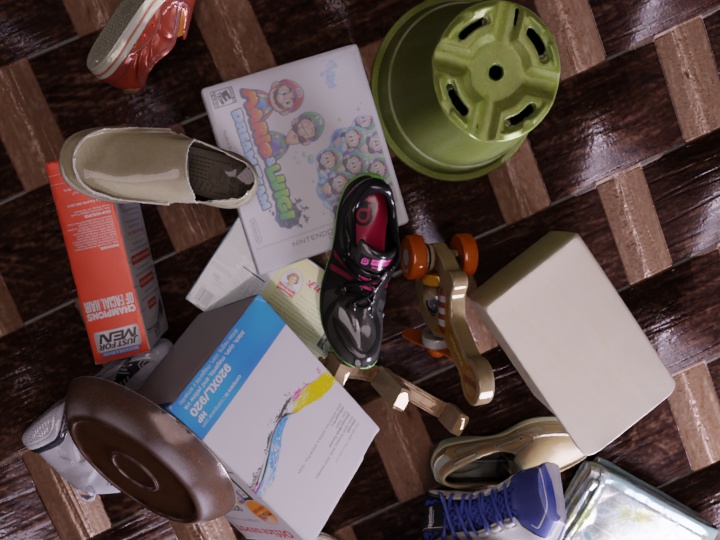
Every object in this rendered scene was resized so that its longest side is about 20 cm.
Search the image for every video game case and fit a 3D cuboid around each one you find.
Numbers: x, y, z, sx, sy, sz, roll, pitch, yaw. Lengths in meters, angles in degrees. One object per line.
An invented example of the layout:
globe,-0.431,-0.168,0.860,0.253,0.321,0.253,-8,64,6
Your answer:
video game case,-0.058,-0.121,0.837,0.178,0.024,0.205,-19,94,-12

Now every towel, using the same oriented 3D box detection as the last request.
towel,0.318,0.342,0.945,0.197,0.048,0.174,28,97,-8

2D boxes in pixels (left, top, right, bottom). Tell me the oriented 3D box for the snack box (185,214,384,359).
snack box,-0.083,0.038,0.870,0.198,0.037,0.117,36,92,-9

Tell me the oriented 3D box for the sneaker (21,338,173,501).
sneaker,-0.265,0.167,0.856,0.198,0.075,0.116,-35,101,5

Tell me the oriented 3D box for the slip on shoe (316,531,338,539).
slip on shoe,-0.019,0.400,0.914,0.073,0.061,0.204,-26,98,1

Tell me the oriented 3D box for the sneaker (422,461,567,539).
sneaker,0.132,0.275,0.845,0.112,0.200,0.082,10,55,-19

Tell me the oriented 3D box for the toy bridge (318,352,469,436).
toy bridge,0.033,0.132,0.873,0.197,0.067,0.028,27,96,-29

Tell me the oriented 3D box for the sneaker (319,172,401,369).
sneaker,0.000,0.000,0.799,0.074,0.084,0.206,2,91,-12

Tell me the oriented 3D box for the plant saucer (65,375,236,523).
plant saucer,-0.209,0.182,0.741,0.200,0.200,0.032,43,52,-8

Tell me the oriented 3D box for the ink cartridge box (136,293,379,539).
ink cartridge box,-0.111,0.156,0.789,0.201,0.146,0.146,49,55,-18

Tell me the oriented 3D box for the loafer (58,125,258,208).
loafer,-0.184,-0.101,0.742,0.195,0.068,0.078,1,88,-29

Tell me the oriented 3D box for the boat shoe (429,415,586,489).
boat shoe,0.181,0.224,0.900,0.194,0.076,0.074,-13,99,-4

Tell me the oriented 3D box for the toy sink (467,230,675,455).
toy sink,0.232,0.077,0.868,0.129,0.112,0.202,-37,94,1

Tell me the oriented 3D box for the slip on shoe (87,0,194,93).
slip on shoe,-0.202,-0.273,0.803,0.202,0.074,0.061,-55,135,-3

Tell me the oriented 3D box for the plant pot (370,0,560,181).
plant pot,0.116,-0.192,0.781,0.194,0.190,0.206,-1,97,-5

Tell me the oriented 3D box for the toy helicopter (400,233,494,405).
toy helicopter,0.094,0.063,0.821,0.077,0.203,0.134,-2,133,-17

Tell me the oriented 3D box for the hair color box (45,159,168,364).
hair color box,-0.261,-0.019,0.810,0.062,0.111,0.206,-12,98,-3
